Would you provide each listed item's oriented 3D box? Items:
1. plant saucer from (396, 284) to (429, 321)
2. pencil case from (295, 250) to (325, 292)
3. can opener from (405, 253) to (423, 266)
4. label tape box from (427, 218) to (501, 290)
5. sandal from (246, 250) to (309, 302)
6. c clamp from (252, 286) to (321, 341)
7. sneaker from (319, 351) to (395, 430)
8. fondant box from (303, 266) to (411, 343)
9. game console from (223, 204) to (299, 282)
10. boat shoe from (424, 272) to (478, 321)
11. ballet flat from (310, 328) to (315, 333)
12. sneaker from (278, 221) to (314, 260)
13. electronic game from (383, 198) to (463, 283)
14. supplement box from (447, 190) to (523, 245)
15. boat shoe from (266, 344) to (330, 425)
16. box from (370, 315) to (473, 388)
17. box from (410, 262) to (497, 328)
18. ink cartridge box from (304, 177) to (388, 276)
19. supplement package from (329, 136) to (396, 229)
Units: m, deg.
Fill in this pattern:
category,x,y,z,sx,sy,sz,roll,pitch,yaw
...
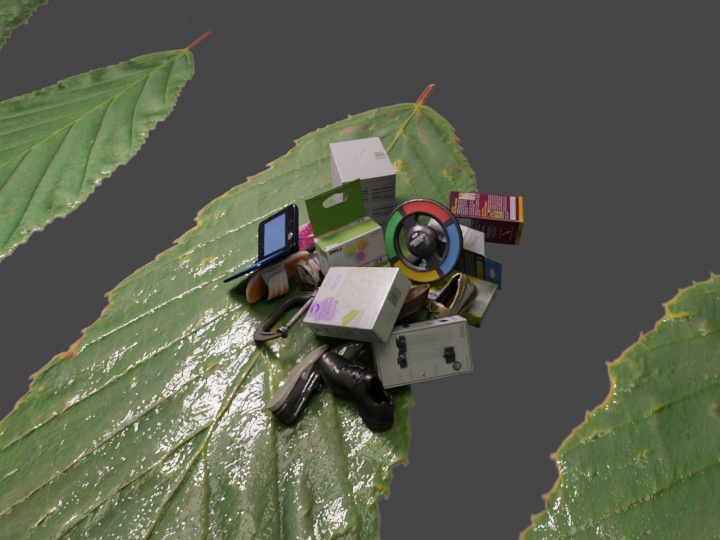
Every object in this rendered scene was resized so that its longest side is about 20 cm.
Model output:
category,x,y,z,sx,sy,sz,roll,pitch,yaw
plant saucer,0.068,0.087,1.216,0.200,0.035,0.200,-25,4,2
pencil case,-0.071,-0.024,1.375,0.200,0.090,0.078,-36,20,-35
can opener,0.076,0.011,1.356,0.067,0.053,0.200,29,51,28
label tape box,0.259,-0.042,1.328,0.199,0.144,0.063,22,70,23
sandal,-0.188,0.017,1.345,0.059,0.079,0.206,33,51,32
c clamp,-0.153,0.095,1.251,0.170,0.027,0.200,3,40,47
sneaker,-0.002,0.222,1.096,0.200,0.091,0.076,37,49,23
fondant box,-0.008,0.067,1.136,0.199,0.058,0.145,0,55,44
game console,-0.244,-0.064,1.331,0.118,0.200,0.172,7,75,-36
boat shoe,0.177,0.092,1.208,0.200,0.068,0.075,-53,37,-11
ballet flat,-0.035,0.081,1.271,0.200,0.072,0.072,-38,53,-17
sneaker,-0.152,-0.081,1.453,0.199,0.088,0.082,-21,86,4
electronic game,0.143,-0.068,1.279,0.199,0.201,0.042,22,21,24
supplement box,0.332,-0.142,1.479,0.199,0.086,0.111,6,45,9
boat shoe,-0.116,0.235,1.143,0.063,0.073,0.200,50,46,-9
box,0.124,0.167,1.137,0.199,0.117,0.060,-10,6,-7
box,0.212,0.053,1.310,0.199,0.049,0.117,22,50,21
ink cartridge box,-0.030,-0.085,1.244,0.147,0.201,0.076,-24,37,-16
supplement package,0.006,-0.222,1.497,0.146,0.201,0.192,-9,44,-7
